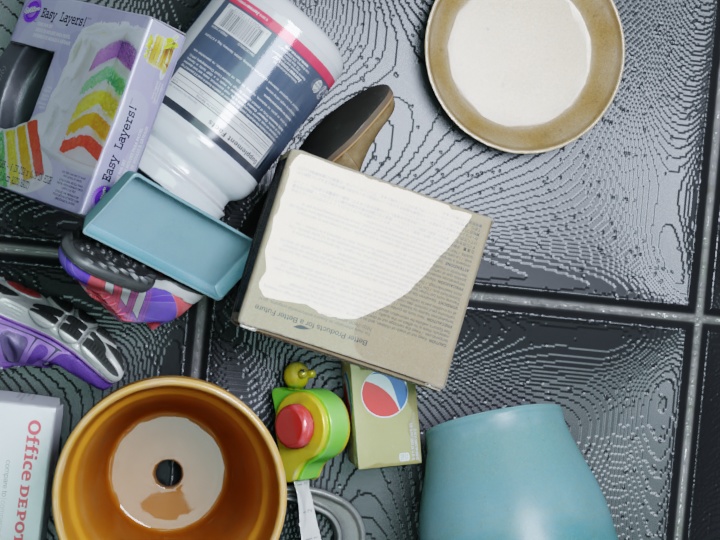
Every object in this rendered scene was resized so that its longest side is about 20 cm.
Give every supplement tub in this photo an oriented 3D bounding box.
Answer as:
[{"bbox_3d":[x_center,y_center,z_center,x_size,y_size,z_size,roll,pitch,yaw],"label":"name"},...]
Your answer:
[{"bbox_3d":[-0.123,-0.155,1.457,0.140,0.140,0.201,38,86,-6],"label":"supplement tub"}]

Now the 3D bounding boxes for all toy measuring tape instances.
[{"bbox_3d":[-0.037,0.182,1.493,0.073,0.074,0.202,-10,79,-8],"label":"toy measuring tape"}]

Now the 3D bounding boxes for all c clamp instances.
[{"bbox_3d":[-0.093,0.289,1.521,0.170,0.027,0.201,32,85,-8],"label":"c clamp"}]

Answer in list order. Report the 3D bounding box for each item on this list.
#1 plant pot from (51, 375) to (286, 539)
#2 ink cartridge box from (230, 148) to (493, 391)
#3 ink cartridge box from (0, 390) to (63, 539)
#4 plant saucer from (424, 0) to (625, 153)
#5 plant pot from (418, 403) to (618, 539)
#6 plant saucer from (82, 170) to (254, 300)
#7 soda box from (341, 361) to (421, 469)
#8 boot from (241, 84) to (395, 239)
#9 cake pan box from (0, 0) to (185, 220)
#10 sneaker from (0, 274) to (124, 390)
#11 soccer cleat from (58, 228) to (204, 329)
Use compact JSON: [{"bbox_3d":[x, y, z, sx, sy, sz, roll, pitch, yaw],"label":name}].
[{"bbox_3d":[-0.172,0.190,1.432,0.198,0.183,0.202,0,91,-7],"label":"plant pot"},{"bbox_3d":[0.000,0.000,1.437,0.198,0.075,0.166,19,86,-12],"label":"ink cartridge box"},{"bbox_3d":[-0.380,0.179,1.453,0.198,0.084,0.146,7,90,-8],"label":"ink cartridge box"},{"bbox_3d":[0.157,-0.213,1.548,0.198,0.035,0.202,0,90,-8],"label":"plant saucer"},{"bbox_3d":[0.140,0.228,1.477,0.198,0.200,0.190,-8,77,-8],"label":"plant pot"},{"bbox_3d":[-0.162,-0.031,1.401,0.070,0.200,0.019,-46,54,9],"label":"plant saucer"},{"bbox_3d":[0.015,0.083,1.514,0.063,0.068,0.202,-5,91,-8],"label":"soda box"},{"bbox_3d":[-0.025,-0.087,1.517,0.075,0.074,0.200,39,90,-25],"label":"boot"},{"bbox_3d":[-0.261,-0.149,1.428,0.052,0.199,0.186,25,86,-48],"label":"cake pan box"},{"bbox_3d":[-0.314,0.063,1.478,0.199,0.081,0.084,26,103,0],"label":"sneaker"},{"bbox_3d":[-0.214,0.015,1.426,0.073,0.200,0.068,-44,67,13],"label":"soccer cleat"}]
